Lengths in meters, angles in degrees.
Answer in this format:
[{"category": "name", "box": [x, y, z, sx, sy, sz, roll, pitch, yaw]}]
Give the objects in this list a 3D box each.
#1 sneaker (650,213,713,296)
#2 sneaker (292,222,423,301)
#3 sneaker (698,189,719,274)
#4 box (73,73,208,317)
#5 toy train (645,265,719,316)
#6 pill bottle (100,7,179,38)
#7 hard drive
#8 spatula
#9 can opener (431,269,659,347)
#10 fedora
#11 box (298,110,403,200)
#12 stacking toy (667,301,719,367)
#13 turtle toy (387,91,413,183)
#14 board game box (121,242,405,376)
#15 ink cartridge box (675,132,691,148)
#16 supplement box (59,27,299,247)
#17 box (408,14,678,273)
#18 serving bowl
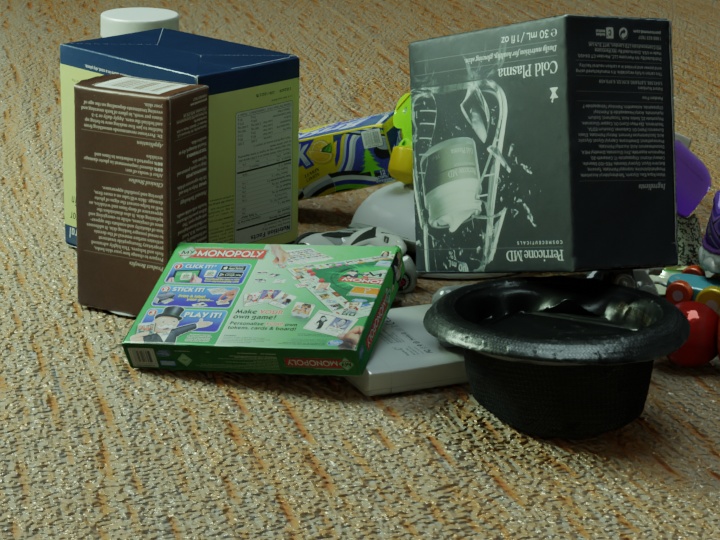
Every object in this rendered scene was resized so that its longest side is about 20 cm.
[{"category": "sneaker", "box": [0.286, -0.043, 1.705, 0.077, 0.089, 0.200, -4, 18, -15]}, {"category": "sneaker", "box": [0.000, 0.000, 1.576, 0.088, 0.074, 0.200, 8, 19, 26]}, {"category": "sneaker", "box": [0.335, -0.028, 1.473, 0.080, 0.084, 0.200, -3, 13, -18]}, {"category": "box", "box": [-0.189, -0.064, 1.556, 0.100, 0.201, 0.075, 10, 17, 24]}, {"category": "toy train", "box": [0.336, 0.024, 1.569, 0.199, 0.056, 0.150, -1, 17, -18]}, {"category": "pill bottle", "box": [-0.230, -0.170, 1.881, 0.111, 0.201, 0.111, 2, 18, -1]}, {"category": "hard drive", "box": [0.071, 0.059, 1.476, 0.199, 0.027, 0.132, -7, 20, -23]}, {"category": "spatula", "box": [0.245, -0.032, 1.603, 0.056, 0.200, 0.021, 41, -13, -3]}, {"category": "can opener", "box": [0.151, 0.034, 1.462, 0.199, 0.054, 0.067, -5, -13, -17]}, {"category": "fedora", "box": [0.145, 0.070, 1.339, 0.200, 0.092, 0.201, -2, 16, 1]}, {"category": "box", "box": [-0.054, -0.111, 1.855, 0.199, 0.065, 0.070, -9, 14, 18]}, {"category": "stacking toy", "box": [0.338, 0.058, 1.437, 0.199, 0.086, 0.085, 1, 16, 22]}, {"category": "turtle toy", "box": [0.094, -0.145, 1.746, 0.101, 0.146, 0.200, 18, -5, -25]}, {"category": "board game box", "box": [-0.076, 0.029, 1.448, 0.199, 0.029, 0.135, 1, 37, 20]}, {"category": "ink cartridge box", "box": [0.217, -0.125, 1.860, 0.145, 0.084, 0.200, 16, -2, -40]}, {"category": "supplement box", "box": [-0.172, -0.112, 1.702, 0.200, 0.201, 0.134, 17, 24, 40]}, {"category": "box", "box": [0.146, -0.097, 1.452, 0.124, 0.198, 0.200, -4, 2, -36]}, {"category": "serving bowl", "box": [0.086, -0.052, 1.760, 0.199, 0.066, 0.200, 1, 18, 0]}]
